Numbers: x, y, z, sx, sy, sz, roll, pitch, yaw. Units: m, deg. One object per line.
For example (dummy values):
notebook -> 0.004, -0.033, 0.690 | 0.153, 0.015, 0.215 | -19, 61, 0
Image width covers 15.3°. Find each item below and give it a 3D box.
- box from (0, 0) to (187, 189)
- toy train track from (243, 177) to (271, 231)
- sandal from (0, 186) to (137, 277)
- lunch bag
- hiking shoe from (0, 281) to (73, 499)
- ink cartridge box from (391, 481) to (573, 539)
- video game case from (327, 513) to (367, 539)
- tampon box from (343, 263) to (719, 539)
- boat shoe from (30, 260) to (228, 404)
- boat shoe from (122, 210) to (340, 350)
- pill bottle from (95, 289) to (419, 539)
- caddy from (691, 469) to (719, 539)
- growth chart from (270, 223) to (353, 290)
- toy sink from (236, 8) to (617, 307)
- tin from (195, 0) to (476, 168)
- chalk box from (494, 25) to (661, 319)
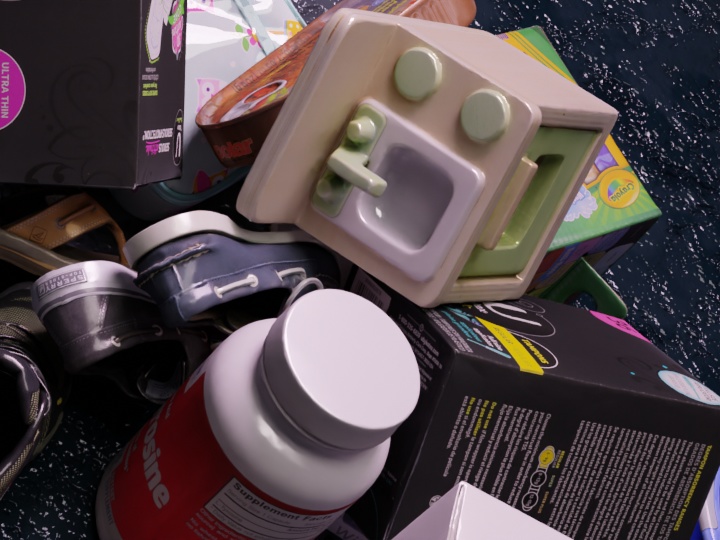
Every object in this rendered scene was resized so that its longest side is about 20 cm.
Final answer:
box -> -0.179, -0.149, 1.510 | 0.124, 0.148, 0.201 | -23, 115, -80
toy train track -> -0.047, -0.050, 1.704 | 0.114, 0.033, 0.201 | -16, 68, -43
sandal -> -0.186, -0.027, 1.543 | 0.199, 0.080, 0.054 | 18, 94, -21
lunch bag -> -0.116, -0.147, 1.641 | 0.160, 0.077, 0.201 | -32, 98, -26
hiking shoe -> -0.191, 0.070, 1.453 | 0.076, 0.101, 0.201 | 33, 44, -12
ink cartridge box -> 0.055, 0.219, 1.453 | 0.146, 0.200, 0.086 | 29, 45, -16
video game case -> 0.078, 0.155, 1.654 | 0.199, 0.018, 0.144 | 34, 44, -11
tampon box -> 0.088, 0.091, 1.563 | 0.199, 0.127, 0.150 | 13, 16, -29
boat shoe -> -0.119, 0.043, 1.512 | 0.200, 0.070, 0.067 | 31, 38, -69
boat shoe -> -0.061, 0.010, 1.496 | 0.200, 0.075, 0.062 | 18, 48, -68
pill bottle -> -0.055, 0.098, 1.462 | 0.112, 0.200, 0.113 | 20, 48, -24
caddy -> 0.253, 0.161, 1.693 | 0.105, 0.141, 0.201 | 29, 44, -23
growth chart -> 0.000, 0.000, 1.629 | 0.144, 0.018, 0.201 | 13, 82, -19
toy sink -> 0.044, -0.060, 1.508 | 0.112, 0.131, 0.200 | 33, 14, 23
tin -> -0.011, -0.123, 1.587 | 0.200, 0.112, 0.042 | -40, 106, -33
chalk box -> 0.097, -0.037, 1.737 | 0.124, 0.125, 0.201 | -15, 67, -43
